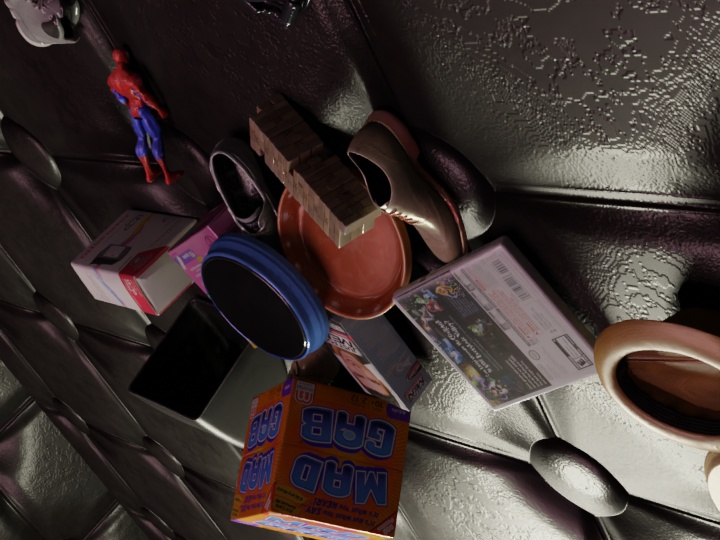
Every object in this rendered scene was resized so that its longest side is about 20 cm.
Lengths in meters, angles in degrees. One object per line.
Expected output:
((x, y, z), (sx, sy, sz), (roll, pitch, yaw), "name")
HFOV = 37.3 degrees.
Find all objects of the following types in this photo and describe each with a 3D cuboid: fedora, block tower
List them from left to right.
((-0.057, -0.114, 1.242), (0.200, 0.054, 0.058), (49, 157, 25), "block tower")
((0.332, 0.095, 1.055), (0.200, 0.082, 0.201), (26, 146, 19), "fedora")

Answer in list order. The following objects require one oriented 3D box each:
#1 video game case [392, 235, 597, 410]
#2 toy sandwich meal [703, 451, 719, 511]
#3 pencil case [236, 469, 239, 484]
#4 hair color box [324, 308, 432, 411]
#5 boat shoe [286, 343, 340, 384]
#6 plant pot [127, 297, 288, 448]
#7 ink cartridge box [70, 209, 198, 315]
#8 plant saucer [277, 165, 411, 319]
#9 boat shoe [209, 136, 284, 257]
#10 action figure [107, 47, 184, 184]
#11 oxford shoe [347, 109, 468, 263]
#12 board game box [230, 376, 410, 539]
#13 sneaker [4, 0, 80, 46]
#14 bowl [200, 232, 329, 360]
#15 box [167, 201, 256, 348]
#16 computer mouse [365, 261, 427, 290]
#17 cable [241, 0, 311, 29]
((0.162, 0.067, 1.237), (0.200, 0.023, 0.181), (47, 135, -15), "video game case")
((0.458, 0.237, 1.113), (0.205, 0.070, 0.206), (37, 154, 21), "toy sandwich meal")
((-0.175, 0.459, 2.218), (0.199, 0.085, 0.084), (7, 129, 50), "pencil case")
((0.007, 0.102, 1.473), (0.099, 0.061, 0.200), (18, 153, 48), "hair color box")
((-0.083, 0.169, 1.714), (0.072, 0.065, 0.200), (37, 152, 10), "boat shoe")
((-0.238, 0.194, 1.833), (0.199, 0.200, 0.178), (14, 152, 42), "plant pot")
((-0.347, -0.017, 1.710), (0.199, 0.148, 0.086), (10, 139, 44), "ink cartridge box")
((-0.018, -0.037, 1.322), (0.199, 0.032, 0.202), (20, 125, 31), "plant saucer")
((-0.141, -0.075, 1.396), (0.070, 0.072, 0.202), (-23, 104, 20), "boat shoe")
((-0.302, -0.216, 1.479), (0.065, 0.052, 0.201), (14, 136, 34), "action figure")
((0.049, -0.077, 1.188), (0.071, 0.074, 0.200), (-5, 127, 54), "oxford shoe")
((-0.063, 0.299, 1.649), (0.198, 0.201, 0.200), (17, 159, -19), "board game box")
((-0.432, -0.379, 1.409), (0.115, 0.075, 0.200), (14, 152, 34), "sneaker")
((-0.131, 0.040, 1.422), (0.200, 0.039, 0.201), (30, 148, 21), "bowl")
((-0.154, -0.001, 1.536), (0.200, 0.097, 0.176), (48, 152, -12), "box")
((0.000, 0.000, 1.390), (0.200, 0.046, 0.141), (40, 151, 6), "computer mouse")
((-0.120, -0.340, 1.067), (0.200, 0.051, 0.163), (44, 152, -2), "cable")
